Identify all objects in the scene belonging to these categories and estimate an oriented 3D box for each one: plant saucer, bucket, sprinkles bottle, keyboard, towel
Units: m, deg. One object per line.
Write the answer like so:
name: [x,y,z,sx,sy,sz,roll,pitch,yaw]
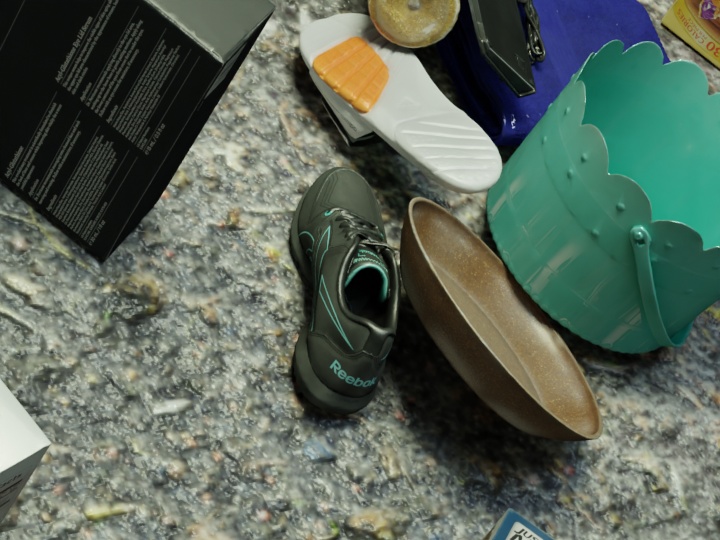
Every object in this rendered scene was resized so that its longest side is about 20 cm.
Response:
plant saucer: [0.086,0.040,1.421,0.200,0.037,0.201,47,15,-16]
bucket: [0.199,-0.049,1.529,0.206,0.135,0.208,25,40,-22]
sprinkles bottle: [0.043,-0.234,1.612,0.068,0.068,0.200,26,26,-11]
keyboard: [0.102,-0.214,1.610,0.127,0.021,0.201,36,37,-47]
towel: [0.158,-0.154,1.678,0.199,0.050,0.148,-2,59,-32]

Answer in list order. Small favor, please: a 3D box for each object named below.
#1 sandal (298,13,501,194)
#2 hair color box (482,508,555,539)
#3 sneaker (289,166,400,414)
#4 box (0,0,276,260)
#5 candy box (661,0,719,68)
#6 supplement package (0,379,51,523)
sandal: [0.021,-0.107,1.534,0.079,0.059,0.207,-19,52,-29]
hair color box: [0.053,0.241,1.230,0.060,0.100,0.200,35,43,1]
sneaker: [0.000,0.000,1.419,0.075,0.079,0.201,15,45,-20]
box: [-0.161,-0.125,1.330,0.141,0.200,0.079,37,43,-1]
candy box: [0.367,-0.196,1.795,0.200,0.117,0.056,40,43,2]
supplement package: [-0.281,0.112,1.051,0.152,0.200,0.150,49,45,12]
